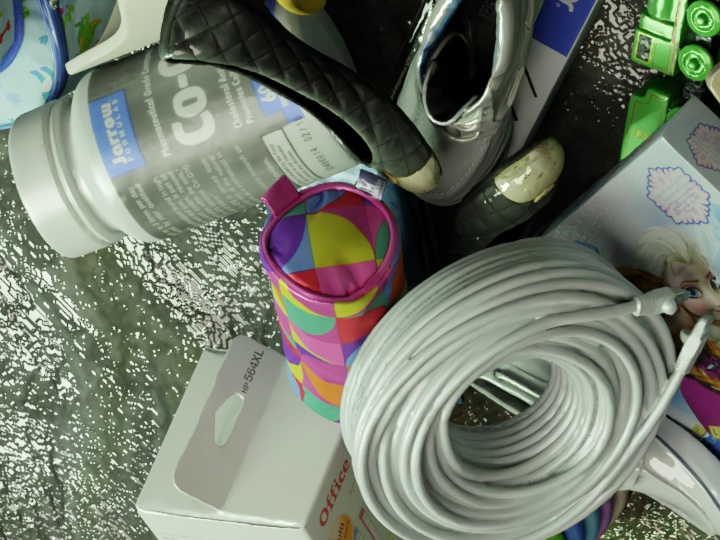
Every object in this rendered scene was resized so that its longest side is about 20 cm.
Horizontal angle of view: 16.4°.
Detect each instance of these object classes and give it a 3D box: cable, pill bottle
[{"bbox_3d":[0.085,0.073,1.454,0.199,0.069,0.200,5,123,-26],"label":"cable"},{"bbox_3d":[-0.104,-0.085,1.521,0.200,0.114,0.114,-21,108,15],"label":"pill bottle"}]

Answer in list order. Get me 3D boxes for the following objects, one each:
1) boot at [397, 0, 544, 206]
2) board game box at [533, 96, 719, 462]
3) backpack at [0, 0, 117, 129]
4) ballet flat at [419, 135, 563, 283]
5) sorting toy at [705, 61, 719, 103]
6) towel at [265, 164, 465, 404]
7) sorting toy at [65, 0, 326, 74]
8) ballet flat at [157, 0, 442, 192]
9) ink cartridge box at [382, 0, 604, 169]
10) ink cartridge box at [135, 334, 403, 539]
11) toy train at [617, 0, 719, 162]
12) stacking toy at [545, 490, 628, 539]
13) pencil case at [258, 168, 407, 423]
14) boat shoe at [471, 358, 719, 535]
[{"bbox_3d":[0.052,-0.104,1.429,0.073,0.096,0.200,23,127,10],"label":"boot"},{"bbox_3d":[0.210,0.017,1.472,0.199,0.041,0.200,43,148,-1],"label":"board game box"},{"bbox_3d":[-0.255,-0.185,1.569,0.183,0.147,0.200,2,124,31],"label":"backpack"},{"bbox_3d":[0.085,-0.016,1.482,0.057,0.066,0.200,50,150,16],"label":"ballet flat"},{"bbox_3d":[0.321,-0.080,1.322,0.199,0.070,0.200,-38,98,10],"label":"sorting toy"},{"bbox_3d":[0.000,0.000,1.608,0.111,0.049,0.200,4,121,27],"label":"towel"},{"bbox_3d":[-0.104,-0.191,1.483,0.107,0.200,0.180,38,137,-27],"label":"sorting toy"},{"bbox_3d":[-0.034,-0.095,1.389,0.200,0.057,0.066,34,168,-30],"label":"ballet flat"},{"bbox_3d":[0.085,-0.149,1.475,0.094,0.044,0.200,31,128,6],"label":"ink cartridge box"},{"bbox_3d":[-0.044,0.147,1.622,0.125,0.129,0.200,4,146,27],"label":"ink cartridge box"},{"bbox_3d":[0.186,-0.138,1.433,0.056,0.042,0.200,25,128,25],"label":"toy train"},{"bbox_3d":[0.098,0.178,1.566,0.085,0.200,0.086,13,124,20],"label":"stacking toy"},{"bbox_3d":[-0.012,0.018,1.479,0.088,0.089,0.200,22,156,14],"label":"pencil case"},{"bbox_3d":[0.153,0.110,1.566,0.200,0.065,0.074,39,164,13],"label":"boat shoe"}]
